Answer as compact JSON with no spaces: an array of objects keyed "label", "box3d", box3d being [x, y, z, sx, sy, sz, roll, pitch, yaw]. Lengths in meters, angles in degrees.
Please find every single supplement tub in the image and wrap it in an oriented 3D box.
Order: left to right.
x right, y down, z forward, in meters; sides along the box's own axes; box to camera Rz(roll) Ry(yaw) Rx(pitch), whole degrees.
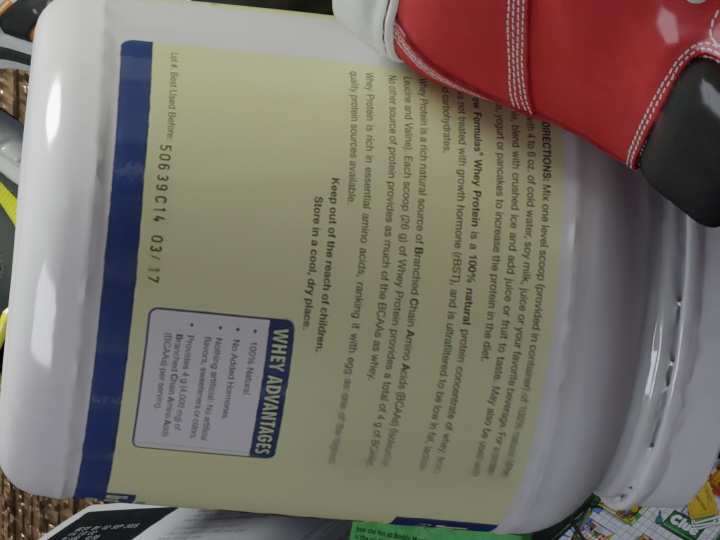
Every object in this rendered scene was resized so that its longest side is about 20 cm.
[{"label":"supplement tub","box3d":[0.000,0.000,0.761,0.199,0.145,0.145,5,133,-8]}]

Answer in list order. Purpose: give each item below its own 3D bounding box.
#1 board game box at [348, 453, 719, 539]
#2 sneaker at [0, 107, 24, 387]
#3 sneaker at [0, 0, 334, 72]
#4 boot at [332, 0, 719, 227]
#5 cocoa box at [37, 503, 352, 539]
[{"label":"board game box","box3d":[0.075,0.079,0.855,0.200,0.023,0.105,6,83,46]},{"label":"sneaker","box3d":[-0.097,0.016,0.867,0.199,0.085,0.075,26,135,19]},{"label":"sneaker","box3d":[-0.091,-0.103,0.844,0.199,0.074,0.080,3,122,26]},{"label":"boot","box3d":[0.076,-0.107,0.636,0.144,0.072,0.200,31,138,20]},{"label":"cocoa box","box3d":[-0.070,0.175,1.032,0.200,0.133,0.132,-9,109,50]}]
